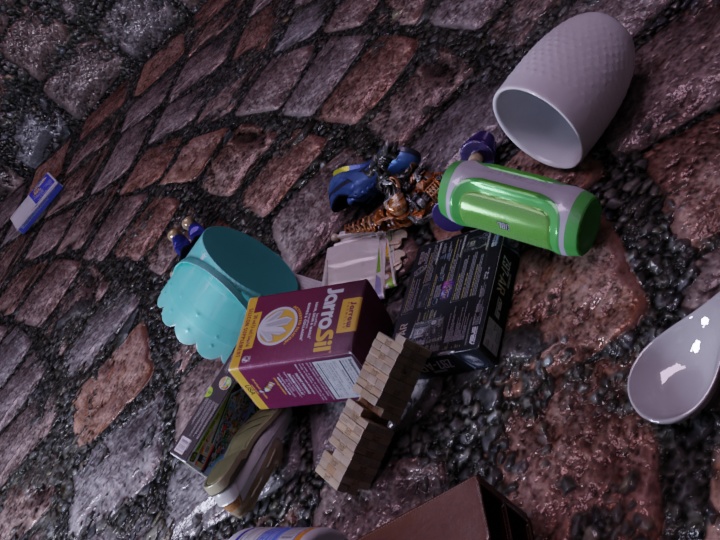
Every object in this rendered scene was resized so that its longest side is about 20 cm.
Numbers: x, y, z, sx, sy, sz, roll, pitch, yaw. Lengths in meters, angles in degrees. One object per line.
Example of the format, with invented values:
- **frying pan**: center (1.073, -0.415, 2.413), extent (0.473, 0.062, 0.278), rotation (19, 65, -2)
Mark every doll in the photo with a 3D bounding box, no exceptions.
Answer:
- **doll**: center (-0.339, -0.035, 1.889), extent (0.136, 0.049, 0.200), rotation (-40, 37, -4)

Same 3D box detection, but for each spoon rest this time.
- **spoon rest**: center (0.343, 0.069, 0.905), extent (0.200, 0.061, 0.100), rotation (-43, 31, 8)

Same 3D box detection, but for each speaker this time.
- **speaker**: center (0.198, -0.080, 1.168), extent (0.197, 0.089, 0.089), rotation (19, 68, 32)

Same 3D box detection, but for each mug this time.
- **mug**: center (0.281, -0.248, 1.270), extent (0.176, 0.147, 0.200), rotation (-51, 0, -15)

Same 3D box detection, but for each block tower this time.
- **block tower**: center (0.016, 0.176, 1.162), extent (0.057, 0.054, 0.203), rotation (26, 91, 50)

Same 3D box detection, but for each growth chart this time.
- **growth chart**: center (0.000, 0.000, 1.416), extent (0.141, 0.018, 0.203), rotation (-6, 48, 20)

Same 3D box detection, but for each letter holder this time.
- **letter holder**: center (0.075, 0.326, 0.927), extent (0.198, 0.100, 0.144), rotation (-34, 36, 23)

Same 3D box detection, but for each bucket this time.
- **bucket**: center (-0.205, 0.038, 1.463), extent (0.136, 0.204, 0.208), rotation (-56, 28, 21)

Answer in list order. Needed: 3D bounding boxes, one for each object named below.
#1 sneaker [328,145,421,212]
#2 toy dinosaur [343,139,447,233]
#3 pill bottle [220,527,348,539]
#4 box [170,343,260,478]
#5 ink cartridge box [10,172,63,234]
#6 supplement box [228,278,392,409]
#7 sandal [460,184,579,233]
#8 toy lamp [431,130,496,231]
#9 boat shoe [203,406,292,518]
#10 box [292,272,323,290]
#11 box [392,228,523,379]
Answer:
- **sneaker**: center (0.023, -0.146, 1.548), extent (0.198, 0.065, 0.080), rotation (-17, 54, 42)
- **toy dinosaur**: center (0.063, -0.117, 1.428), extent (0.196, 0.103, 0.138), rotation (-16, 53, -4)
- **pill bottle**: center (-0.103, 0.363, 1.098), extent (0.198, 0.112, 0.114), rotation (-16, 43, 43)
- **box**: center (-0.194, 0.208, 1.382), extent (0.034, 0.110, 0.202), rotation (21, 71, 29)
- **ink cartridge box**: center (-1.036, -0.212, 2.971), extent (0.199, 0.047, 0.199), rotation (-51, 33, -6)
- **supplement box**: center (-0.068, 0.106, 1.297), extent (0.196, 0.104, 0.133), rotation (-10, 45, 24)
- **sandal**: center (0.213, -0.086, 1.253), extent (0.198, 0.043, 0.077), rotation (-13, 46, 45)
- **toy lamp**: center (0.155, -0.136, 1.343), extent (0.057, 0.059, 0.201), rotation (-19, 28, 39)
- **boat shoe**: center (-0.146, 0.261, 1.305), extent (0.074, 0.069, 0.201), rotation (-26, 17, 40)
- **box**: center (-0.096, 0.034, 1.516), extent (0.042, 0.039, 0.198), rotation (-55, 31, -14)
- **box**: center (0.124, 0.041, 1.226), extent (0.158, 0.043, 0.203), rotation (-17, 43, 41)
